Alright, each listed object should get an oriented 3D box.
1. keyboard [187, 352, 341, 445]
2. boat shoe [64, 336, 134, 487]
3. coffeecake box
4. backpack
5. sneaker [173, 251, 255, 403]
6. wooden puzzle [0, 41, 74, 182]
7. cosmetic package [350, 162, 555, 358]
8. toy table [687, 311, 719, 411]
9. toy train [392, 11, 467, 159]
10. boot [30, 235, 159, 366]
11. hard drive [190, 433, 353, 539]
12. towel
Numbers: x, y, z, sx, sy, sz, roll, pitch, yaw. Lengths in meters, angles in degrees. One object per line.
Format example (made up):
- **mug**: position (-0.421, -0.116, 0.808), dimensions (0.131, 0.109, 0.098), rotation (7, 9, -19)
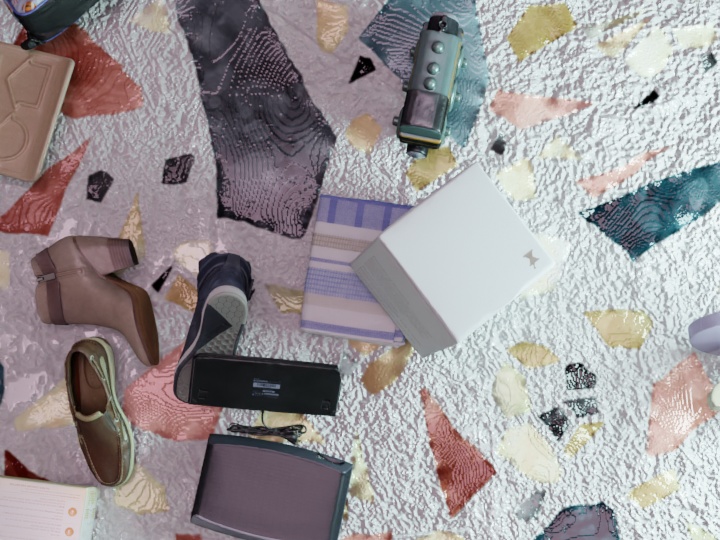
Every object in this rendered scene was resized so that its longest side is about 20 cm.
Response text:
- **keyboard**: position (-0.128, 0.170, 1.572), dimensions (0.200, 0.021, 0.127), rotation (6, 113, -8)
- **boat shoe**: position (-0.352, 0.191, 1.558), dimensions (0.075, 0.075, 0.203), rotation (-13, 92, 9)
- **coffeecake box**: position (-0.437, 0.374, 1.543), dimensions (0.153, 0.073, 0.200), rotation (7, 80, 1)
- **backpack**: position (-0.443, -0.442, 1.648), dimensions (0.200, 0.154, 0.191), rotation (-36, 60, -7)
- **sneaker**: position (-0.199, 0.070, 1.599), dimensions (0.077, 0.146, 0.203), rotation (16, 121, -17)
- **wooden puzzle**: position (-0.514, -0.228, 1.668), dimensions (0.200, 0.046, 0.186), rotation (13, 80, 7)
- **cosmetic package**: position (0.113, -0.007, 1.527), dimensions (0.167, 0.200, 0.166), rotation (-37, 89, -15)
- **toy table**: position (0.535, 0.126, 1.542), dimensions (0.200, 0.184, 0.117), rotation (-4, 63, 8)
- **toy train**: position (0.098, -0.256, 1.631), dimensions (0.085, 0.114, 0.200), rotation (13, 80, 2)
- **boot**: position (-0.364, 0.048, 1.611), dimensions (0.146, 0.070, 0.200), rotation (-15, 83, 6)
- **hard drive**: position (-0.119, 0.296, 1.569), dimensions (0.200, 0.042, 0.135), rotation (12, 83, 2)
- **towel**: position (0.000, 0.000, 1.632), dimensions (0.147, 0.024, 0.200), rotation (7, 80, 1)
